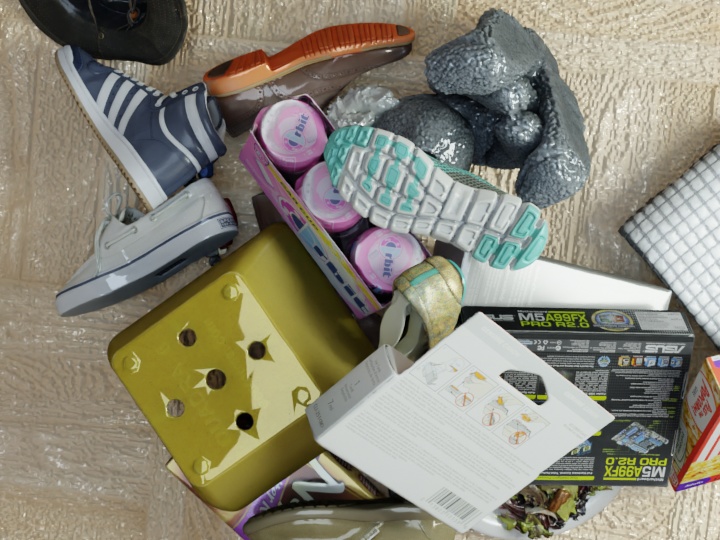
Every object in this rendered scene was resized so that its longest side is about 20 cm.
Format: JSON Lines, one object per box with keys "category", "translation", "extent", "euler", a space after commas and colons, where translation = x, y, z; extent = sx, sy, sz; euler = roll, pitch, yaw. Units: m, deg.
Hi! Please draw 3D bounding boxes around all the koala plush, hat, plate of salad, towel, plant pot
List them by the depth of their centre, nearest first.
{"category": "plant pot", "translation": [-0.106, 0.089, 1.406], "extent": [0.200, 0.176, 0.200], "euler": [-35, 86, 6]}
{"category": "koala plush", "translation": [0.084, -0.126, 1.460], "extent": [0.200, 0.184, 0.177], "euler": [-32, 109, 23]}
{"category": "towel", "translation": [0.359, -0.015, 1.478], "extent": [0.166, 0.086, 0.200], "euler": [-40, 90, 3]}
{"category": "hat", "translation": [-0.230, -0.282, 1.480], "extent": [0.201, 0.201, 0.081], "euler": [31, 55, 0]}
{"category": "plate of salad", "translation": [0.164, 0.172, 1.488], "extent": [0.200, 0.048, 0.200], "euler": [-4, 116, -9]}

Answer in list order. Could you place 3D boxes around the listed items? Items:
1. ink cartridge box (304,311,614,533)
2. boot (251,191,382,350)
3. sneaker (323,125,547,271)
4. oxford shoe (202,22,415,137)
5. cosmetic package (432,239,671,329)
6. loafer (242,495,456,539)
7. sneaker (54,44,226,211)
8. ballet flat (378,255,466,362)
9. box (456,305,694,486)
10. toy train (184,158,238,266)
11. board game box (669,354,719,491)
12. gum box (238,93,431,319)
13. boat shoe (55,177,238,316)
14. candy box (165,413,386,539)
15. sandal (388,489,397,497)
{"category": "ink cartridge box", "translation": [0.083, 0.118, 1.325], "extent": [0.174, 0.044, 0.200], "euler": [-40, 129, 16]}
{"category": "boot", "translation": [0.000, 0.000, 1.510], "extent": [0.186, 0.064, 0.200], "euler": [-7, 89, 1]}
{"category": "sneaker", "translation": [0.060, -0.062, 1.363], "extent": [0.200, 0.091, 0.078], "euler": [28, 98, -4]}
{"category": "oxford shoe", "translation": [-0.041, -0.179, 1.502], "extent": [0.200, 0.071, 0.073], "euler": [-15, 113, 8]}
{"category": "cosmetic package", "translation": [0.166, 0.029, 1.457], "extent": [0.200, 0.107, 0.090], "euler": [11, 94, -14]}
{"category": "loafer", "translation": [-0.007, 0.242, 1.461], "extent": [0.200, 0.076, 0.067], "euler": [-4, 87, 2]}
{"category": "sneaker", "translation": [-0.197, -0.153, 1.481], "extent": [0.108, 0.070, 0.200], "euler": [-34, 61, -4]}
{"category": "ballet flat", "translation": [0.043, 0.071, 1.380], "extent": [0.071, 0.071, 0.200], "euler": [10, 134, 2]}
{"category": "box", "translation": [0.179, 0.111, 1.405], "extent": [0.200, 0.044, 0.160], "euler": [1, 119, -4]}
{"category": "toy train", "translation": [-0.138, -0.047, 1.523], "extent": [0.046, 0.034, 0.200], "euler": [-16, 93, 0]}
{"category": "board game box", "translation": [0.356, 0.120, 1.416], "extent": [0.151, 0.200, 0.046], "euler": [-14, 62, -10]}
{"category": "gum box", "translation": [-0.026, -0.059, 1.425], "extent": [0.066, 0.114, 0.200], "euler": [-37, 91, -11]}
{"category": "boat shoe", "translation": [-0.212, -0.030, 1.499], "extent": [0.202, 0.075, 0.086], "euler": [-29, 78, 25]}
{"category": "candy box", "translation": [-0.071, 0.207, 1.527], "extent": [0.200, 0.056, 0.117], "euler": [42, 94, -2]}
{"category": "sandal", "translation": [0.074, 0.138, 1.507], "extent": [0.075, 0.048, 0.201], "euler": [4, 119, -24]}
